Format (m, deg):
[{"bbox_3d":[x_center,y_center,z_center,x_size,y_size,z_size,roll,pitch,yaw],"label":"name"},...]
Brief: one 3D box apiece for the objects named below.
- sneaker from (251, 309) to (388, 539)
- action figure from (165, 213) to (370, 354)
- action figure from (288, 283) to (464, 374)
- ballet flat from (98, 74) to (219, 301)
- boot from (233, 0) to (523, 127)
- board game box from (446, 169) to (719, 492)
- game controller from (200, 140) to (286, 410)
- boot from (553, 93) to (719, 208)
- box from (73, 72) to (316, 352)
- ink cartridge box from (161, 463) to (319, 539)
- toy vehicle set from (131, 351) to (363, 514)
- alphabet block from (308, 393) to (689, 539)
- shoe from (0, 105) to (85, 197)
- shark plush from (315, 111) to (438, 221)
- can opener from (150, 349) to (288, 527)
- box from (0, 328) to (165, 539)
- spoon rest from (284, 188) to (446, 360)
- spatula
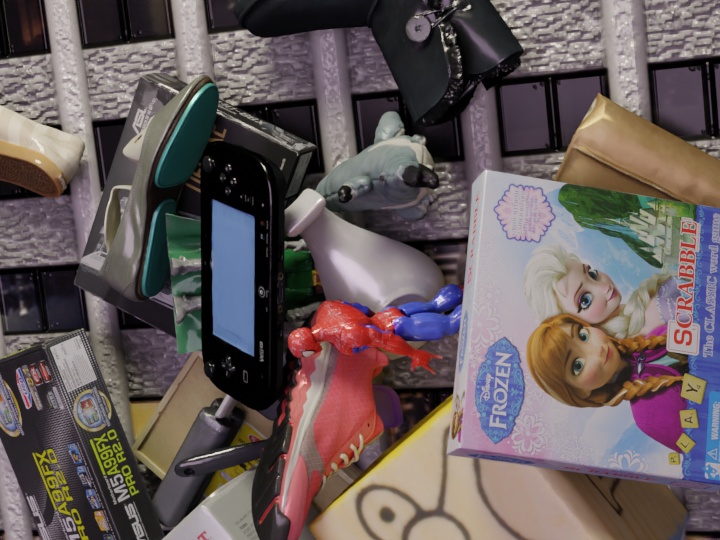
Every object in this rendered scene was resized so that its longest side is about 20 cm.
[{"bbox_3d":[-0.024,0.125,1.175,0.086,0.202,0.074,21,147,-11],"label":"sneaker"},{"bbox_3d":[-0.056,0.004,1.264,0.197,0.055,0.120,-7,110,-10],"label":"action figure"},{"bbox_3d":[0.034,0.044,1.194,0.065,0.198,0.052,45,132,50],"label":"action figure"},{"bbox_3d":[-0.174,-0.073,1.265,0.063,0.067,0.202,25,108,20],"label":"ballet flat"},{"bbox_3d":[0.013,-0.187,1.223,0.199,0.076,0.170,-27,87,16],"label":"boot"},{"bbox_3d":[0.169,0.043,1.089,0.197,0.041,0.203,8,76,-7],"label":"board game box"},{"bbox_3d":[-0.091,0.004,1.178,0.104,0.042,0.203,30,124,58],"label":"game controller"},{"bbox_3d":[0.261,-0.082,1.162,0.199,0.066,0.177,28,108,14],"label":"boot"},{"bbox_3d":[-0.144,-0.047,1.320,0.156,0.050,0.202,26,108,12],"label":"box"},{"bbox_3d":[-0.085,0.287,1.283,0.145,0.145,0.200,-42,85,22],"label":"ink cartridge box"},{"bbox_3d":[-0.097,0.174,1.358,0.199,0.026,0.125,40,110,9],"label":"toy vehicle set"},{"bbox_3d":[0.112,0.195,1.198,0.195,0.196,0.201,-41,85,20],"label":"alphabet block"},{"bbox_3d":[-0.336,-0.120,1.379,0.198,0.070,0.054,20,64,19],"label":"shoe"},{"bbox_3d":[0.018,-0.061,1.197,0.082,0.200,0.092,-16,107,-10],"label":"shark plush"},{"bbox_3d":[-0.110,0.143,1.314,0.067,0.053,0.201,33,110,10],"label":"can opener"},{"bbox_3d":[-0.261,0.163,1.367,0.160,0.044,0.202,-17,95,52],"label":"box"},{"bbox_3d":[0.000,0.000,1.230,0.099,0.200,0.061,-42,41,1],"label":"spoon rest"},{"bbox_3d":[-0.061,0.138,1.293,0.198,0.021,0.057,-19,133,-8],"label":"spatula"}]
